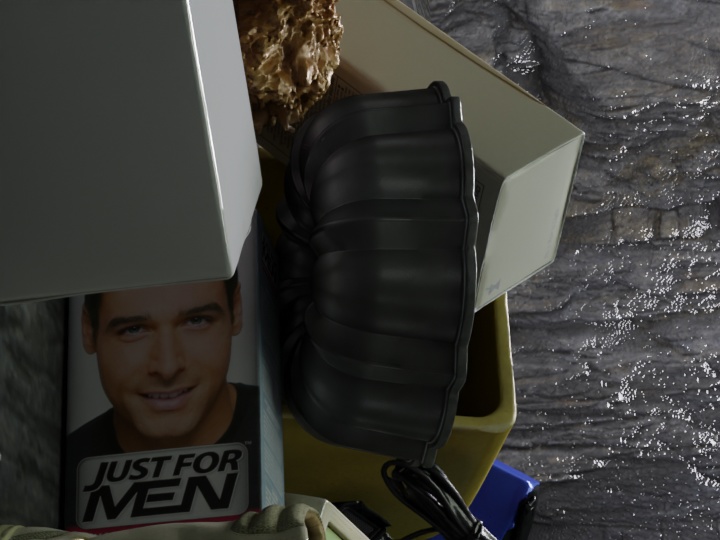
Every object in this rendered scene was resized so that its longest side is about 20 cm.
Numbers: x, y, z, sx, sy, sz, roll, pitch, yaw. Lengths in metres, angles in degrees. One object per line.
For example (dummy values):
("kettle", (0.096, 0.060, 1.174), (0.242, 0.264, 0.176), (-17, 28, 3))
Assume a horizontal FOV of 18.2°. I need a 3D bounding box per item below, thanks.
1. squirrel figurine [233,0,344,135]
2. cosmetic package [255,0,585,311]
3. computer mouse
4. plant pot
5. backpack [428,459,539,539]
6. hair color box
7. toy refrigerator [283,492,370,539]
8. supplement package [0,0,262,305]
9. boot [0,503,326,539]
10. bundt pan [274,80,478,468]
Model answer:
("squirrel figurine", (-0.062, -0.176, 1.191), (0.142, 0.186, 0.200), (-76, 158, -71))
("cosmetic package", (0.025, -0.080, 1.285), (0.073, 0.200, 0.104), (-31, 147, -35))
("computer mouse", (0.007, 0.183, 1.311), (0.140, 0.200, 0.046), (46, 32, -16))
("plant pot", (-0.022, 0.065, 1.360), (0.200, 0.194, 0.196), (101, -9, -52))
("backpack", (0.032, 0.221, 1.730), (0.200, 0.168, 0.163), (-63, 167, -1))
("hair color box", (-0.091, 0.075, 1.110), (0.061, 0.099, 0.200), (69, 16, -62))
("toy refrigerator", (-0.054, 0.215, 1.115), (0.076, 0.070, 0.200), (50, 51, -52))
("supplement package", (-0.119, -0.102, 0.951), (0.121, 0.120, 0.200), (-81, 163, -69))
("boot", (-0.089, 0.146, 0.844), (0.200, 0.154, 0.072), (-76, 158, -70))
("bundt pan", (0.000, 0.000, 1.154), (0.202, 0.076, 0.202), (-176, -90, -78))
